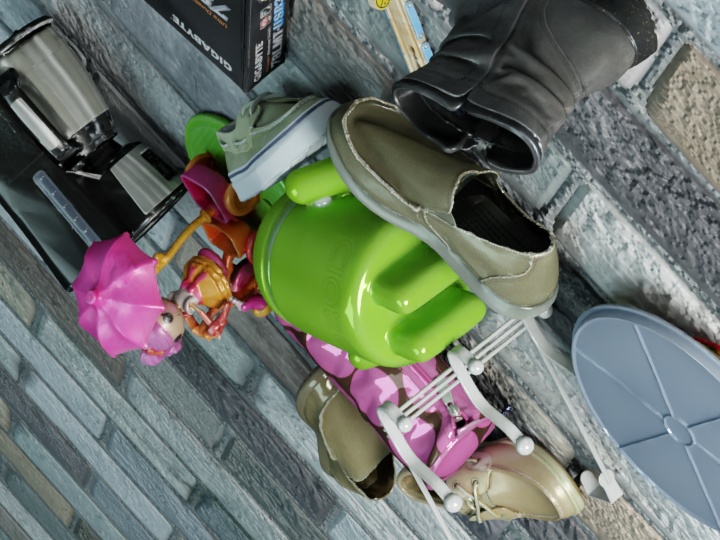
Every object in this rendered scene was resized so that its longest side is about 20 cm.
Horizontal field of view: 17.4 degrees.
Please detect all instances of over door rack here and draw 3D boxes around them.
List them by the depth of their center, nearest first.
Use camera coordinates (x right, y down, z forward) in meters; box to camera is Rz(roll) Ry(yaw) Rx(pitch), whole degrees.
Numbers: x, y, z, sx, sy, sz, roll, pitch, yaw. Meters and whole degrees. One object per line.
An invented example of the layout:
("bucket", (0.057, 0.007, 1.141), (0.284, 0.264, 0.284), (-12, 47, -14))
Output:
("over door rack", (0.110, 0.135, 1.677), (0.066, 0.147, 0.201), (29, 149, 51))

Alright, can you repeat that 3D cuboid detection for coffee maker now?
("coffee maker", (-0.272, -0.085, 2.004), (0.192, 0.135, 0.200), (-36, 94, 34))

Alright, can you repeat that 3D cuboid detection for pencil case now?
("pencil case", (0.019, 0.069, 1.818), (0.200, 0.091, 0.094), (45, 169, 16))

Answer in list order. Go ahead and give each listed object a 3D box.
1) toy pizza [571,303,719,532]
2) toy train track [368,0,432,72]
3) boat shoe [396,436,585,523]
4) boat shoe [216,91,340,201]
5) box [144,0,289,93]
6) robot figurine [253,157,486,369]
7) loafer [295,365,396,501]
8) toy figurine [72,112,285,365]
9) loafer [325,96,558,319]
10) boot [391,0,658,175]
("toy pizza", (0.221, 0.097, 1.560), (0.200, 0.032, 0.201), (40, 156, 22))
("toy train track", (0.016, -0.168, 1.530), (0.114, 0.032, 0.201), (24, 147, 47))
("boat shoe", (0.100, 0.170, 1.850), (0.200, 0.065, 0.072), (11, 136, 57))
("boat shoe", (-0.068, -0.099, 1.744), (0.062, 0.072, 0.200), (57, 158, -2))
("box", (-0.131, -0.250, 1.658), (0.200, 0.050, 0.199), (44, 156, 17))
("robot figurine", (0.000, 0.000, 1.708), (0.199, 0.115, 0.176), (21, 142, 49))
("loafer", (-0.001, 0.130, 1.974), (0.067, 0.076, 0.200), (38, 164, 25))
("toy figurine", (-0.145, 0.006, 1.898), (0.150, 0.184, 0.201), (29, 150, 41))
("loafer", (0.062, -0.055, 1.585), (0.200, 0.075, 0.070), (40, 144, 12))
("boot", (0.061, -0.137, 1.365), (0.199, 0.132, 0.070), (27, 149, 42))
